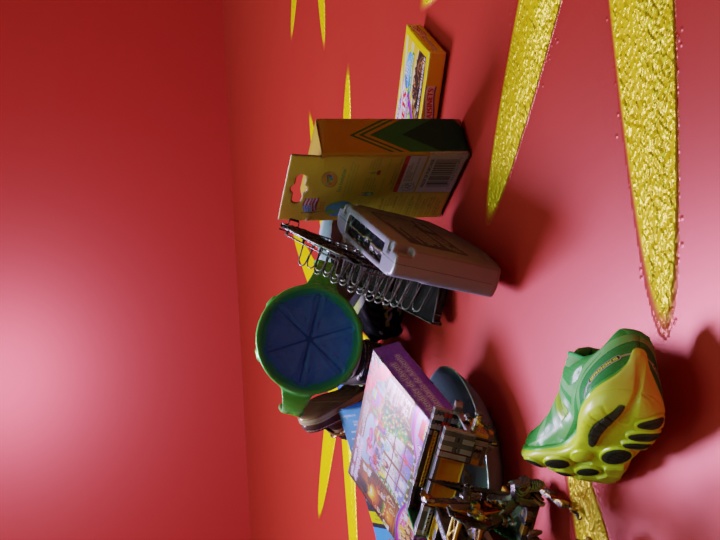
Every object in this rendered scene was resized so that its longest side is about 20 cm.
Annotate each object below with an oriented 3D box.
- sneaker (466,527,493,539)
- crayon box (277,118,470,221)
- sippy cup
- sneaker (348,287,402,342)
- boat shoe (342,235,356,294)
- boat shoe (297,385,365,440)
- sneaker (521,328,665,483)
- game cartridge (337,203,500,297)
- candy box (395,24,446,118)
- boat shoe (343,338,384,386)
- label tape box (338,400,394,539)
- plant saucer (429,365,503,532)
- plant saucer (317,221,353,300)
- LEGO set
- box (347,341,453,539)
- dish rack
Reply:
[{"bbox_3d":[0.088,0.309,0.899,0.099,0.070,0.202,25,140,43],"label":"sneaker"},{"bbox_3d":[0.009,-0.111,1.000,0.127,0.197,0.051,112,151,-57],"label":"crayon box"},{"bbox_3d":[-0.067,0.087,1.159,0.140,0.177,0.130,49,176,-2],"label":"sippy cup"},{"bbox_3d":[0.041,0.045,1.211,0.083,0.071,0.200,58,158,12],"label":"sneaker"},{"bbox_3d":[0.004,-0.067,1.274,0.072,0.069,0.203,-89,5,-62],"label":"boat shoe"},{"bbox_3d":[-0.019,0.205,1.267,0.199,0.071,0.073,-16,-85,-64],"label":"boat shoe"},{"bbox_3d":[0.180,0.106,0.677,0.201,0.073,0.085,110,178,-62],"label":"sneaker"},{"bbox_3d":[0.062,-0.023,0.939,0.200,0.131,0.041,-134,55,-66],"label":"game cartridge"},{"bbox_3d":[0.067,-0.188,1.102,0.103,0.026,0.203,-110,22,-56],"label":"candy box"},{"bbox_3d":[-0.005,0.130,1.259,0.201,0.060,0.073,160,123,-79],"label":"boat shoe"},{"bbox_3d":[0.049,0.261,1.131,0.144,0.063,0.203,-26,79,66],"label":"label tape box"},{"bbox_3d":[0.115,0.203,0.967,0.201,0.038,0.204,176,90,-75],"label":"plant saucer"},{"bbox_3d":[-0.031,-0.007,1.335,0.200,0.027,0.204,-3,-90,-77],"label":"plant saucer"},{"bbox_3d":[0.118,0.186,0.746,0.200,0.152,0.118,-73,-2,-81],"label":"LEGO set"},{"bbox_3d":[0.047,0.200,0.993,0.137,0.039,0.202,47,140,40],"label":"box"},{"bbox_3d":[0.000,0.000,1.024,0.152,0.199,0.055,25,95,37],"label":"dish rack"}]
